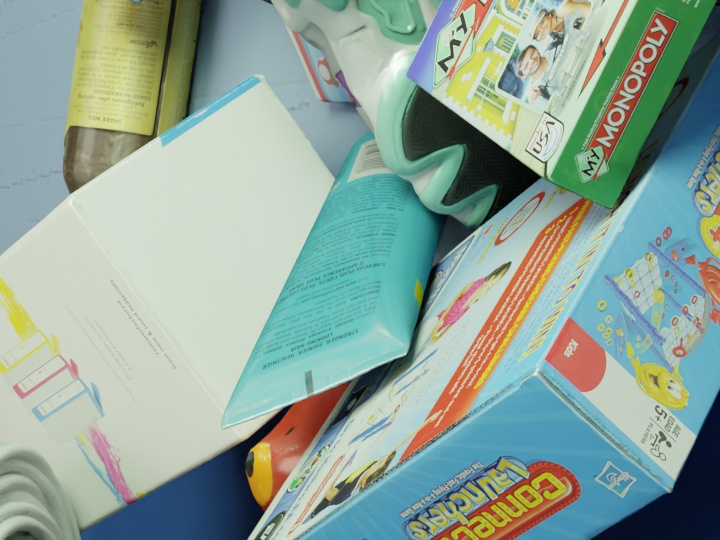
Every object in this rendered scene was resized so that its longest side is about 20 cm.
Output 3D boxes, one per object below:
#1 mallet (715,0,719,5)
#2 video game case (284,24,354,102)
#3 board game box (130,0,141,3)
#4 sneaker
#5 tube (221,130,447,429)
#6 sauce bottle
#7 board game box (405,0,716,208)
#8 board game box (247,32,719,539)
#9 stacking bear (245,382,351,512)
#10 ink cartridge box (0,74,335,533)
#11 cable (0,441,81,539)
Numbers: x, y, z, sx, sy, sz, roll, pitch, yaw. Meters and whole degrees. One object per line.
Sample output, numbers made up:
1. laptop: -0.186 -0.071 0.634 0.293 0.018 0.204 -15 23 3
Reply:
1. mallet: 0.151 -0.087 0.701 0.200 0.041 0.066 -4 80 39
2. video game case: 0.013 -0.136 0.907 0.200 0.017 0.143 9 128 57
3. board game box: -0.090 -0.240 1.027 0.200 0.062 0.200 -70 4 -71
4. sneaker: 0.001 -0.113 0.869 0.078 0.200 0.140 -36 27 -5
5. tube: 0.000 0.000 0.842 0.077 0.050 0.200 -28 16 22
6. sauce bottle: -0.126 -0.080 1.131 0.065 0.065 0.201 8 88 56
7. board game box: 0.091 -0.133 0.703 0.200 0.029 0.135 -64 26 10
8. board game box: 0.057 0.033 0.740 0.196 0.056 0.200 -40 11 45
9. stacking bear: -0.008 0.144 0.860 0.121 0.113 0.201 166 109 -77
10. ink cartridge box: -0.101 0.025 0.977 0.125 0.129 0.200 54 140 -3
11. cable: -0.175 0.174 0.907 0.069 0.200 0.200 2 64 15
